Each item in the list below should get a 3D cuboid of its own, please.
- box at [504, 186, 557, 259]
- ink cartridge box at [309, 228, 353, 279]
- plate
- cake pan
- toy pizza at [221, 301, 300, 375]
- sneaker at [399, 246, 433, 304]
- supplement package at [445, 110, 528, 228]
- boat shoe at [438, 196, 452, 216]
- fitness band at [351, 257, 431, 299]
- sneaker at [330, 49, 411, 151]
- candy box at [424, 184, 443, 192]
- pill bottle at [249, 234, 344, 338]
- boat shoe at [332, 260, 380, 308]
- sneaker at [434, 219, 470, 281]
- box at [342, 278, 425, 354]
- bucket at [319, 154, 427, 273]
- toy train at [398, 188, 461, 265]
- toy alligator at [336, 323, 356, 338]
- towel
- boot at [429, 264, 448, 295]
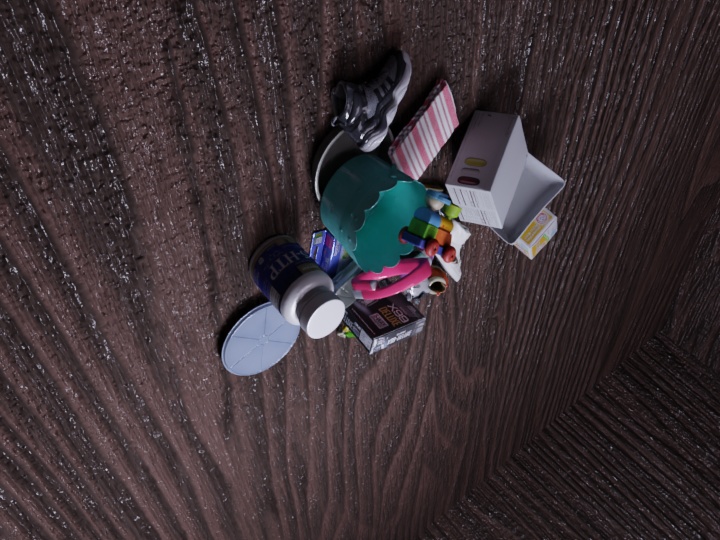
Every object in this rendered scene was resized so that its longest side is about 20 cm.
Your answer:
[{"bbox_3d":[0.386,-0.140,1.654,0.102,0.200,0.112,-47,157,1],"label":"box"},{"bbox_3d":[-0.026,-0.046,1.455,0.197,0.042,0.122,-15,133,-36],"label":"ink cartridge box"},{"bbox_3d":[0.357,-0.194,1.597,0.201,0.199,0.032,-48,161,1],"label":"plate"},{"bbox_3d":[-0.018,-0.212,1.304,0.198,0.037,0.203,-29,141,-26],"label":"cake pan"},{"bbox_3d":[-0.216,0.142,1.433,0.197,0.032,0.203,-28,141,-25],"label":"toy pizza"},{"bbox_3d":[0.133,0.007,1.527,0.200,0.076,0.144,-40,127,-57],"label":"sneaker"},{"bbox_3d":[0.291,-0.229,1.498,0.204,0.109,0.156,-67,150,-18],"label":"supplement package"},{"bbox_3d":[0.169,-0.122,1.526,0.197,0.061,0.076,-17,132,-42],"label":"boat shoe"},{"bbox_3d":[0.059,0.013,1.330,0.141,0.199,0.038,-26,100,-23],"label":"fitness band"},{"bbox_3d":[0.015,-0.328,1.192,0.112,0.075,0.204,27,80,-29],"label":"sneaker"},{"bbox_3d":[0.120,-0.109,1.562,0.101,0.026,0.203,-2,124,-45],"label":"candy box"},{"bbox_3d":[-0.121,0.033,1.284,0.118,0.200,0.122,-28,141,-25],"label":"pill bottle"},{"bbox_3d":[0.000,0.002,1.451,0.202,0.064,0.075,-44,128,-17],"label":"boat shoe"},{"bbox_3d":[0.249,-0.056,1.712,0.115,0.074,0.200,-43,144,-1],"label":"sneaker"},{"bbox_3d":[0.027,0.083,1.492,0.155,0.200,0.051,-17,138,-35],"label":"box"},{"bbox_3d":[0.027,-0.116,1.292,0.205,0.135,0.210,-29,142,-25],"label":"bucket"},{"bbox_3d":[0.166,-0.082,1.298,0.198,0.084,0.118,15,100,-53],"label":"toy train"},{"bbox_3d":[-0.009,0.131,1.563,0.059,0.199,0.055,31,76,-15],"label":"toy alligator"},{"bbox_3d":[0.132,-0.281,1.383,0.201,0.030,0.147,-53,151,-8],"label":"towel"},{"bbox_3d":[0.190,0.033,1.705,0.076,0.107,0.199,-54,146,8],"label":"boot"}]
